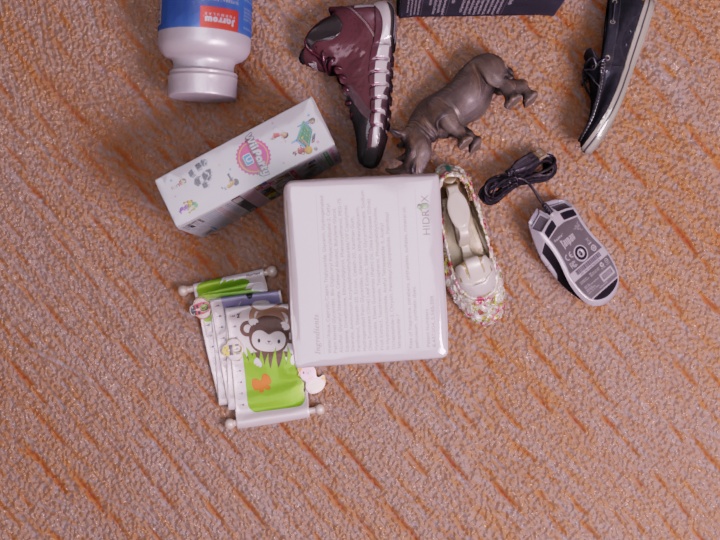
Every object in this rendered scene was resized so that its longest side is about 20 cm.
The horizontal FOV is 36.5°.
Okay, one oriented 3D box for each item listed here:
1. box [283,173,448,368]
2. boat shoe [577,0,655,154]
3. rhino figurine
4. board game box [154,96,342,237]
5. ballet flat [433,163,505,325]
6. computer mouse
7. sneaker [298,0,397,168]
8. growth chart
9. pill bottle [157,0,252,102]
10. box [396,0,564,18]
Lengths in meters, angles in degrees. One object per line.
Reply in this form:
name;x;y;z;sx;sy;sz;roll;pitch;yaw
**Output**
box;0.000;0.000;1.232;0.169;0.199;0.203;-2;90;-4
boat shoe;0.290;-0.235;1.293;0.061;0.075;0.203;19;86;6
rhino figurine;0.108;-0.180;1.300;0.199;0.060;0.088;-39;70;2
board game box;-0.124;-0.115;1.264;0.198;0.148;0.065;-27;88;1
ballet flat;0.123;-0.029;1.301;0.075;0.064;0.203;-19;91;1
computer mouse;0.232;-0.042;1.303;0.109;0.044;0.201;-34;91;-24
sneaker;-0.019;-0.223;1.304;0.114;0.076;0.203;4;80;6
growth chart;-0.127;0.095;1.331;0.143;0.018;0.203;-17;91;1
pill bottle;-0.181;-0.304;1.281;0.110;0.112;0.203;1;91;1
box;0.139;-0.406;1.269;0.193;0.124;0.203;-1;90;-1
